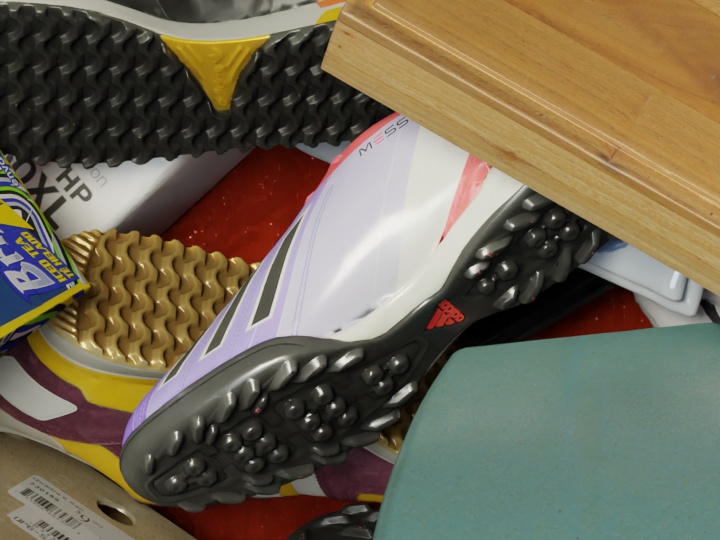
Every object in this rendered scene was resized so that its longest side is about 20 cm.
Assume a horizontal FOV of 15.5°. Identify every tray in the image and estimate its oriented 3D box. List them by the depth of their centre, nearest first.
[{"bbox_3d":[0.099,-0.056,0.797,0.199,0.037,0.099,30,62,4],"label":"tray"}]

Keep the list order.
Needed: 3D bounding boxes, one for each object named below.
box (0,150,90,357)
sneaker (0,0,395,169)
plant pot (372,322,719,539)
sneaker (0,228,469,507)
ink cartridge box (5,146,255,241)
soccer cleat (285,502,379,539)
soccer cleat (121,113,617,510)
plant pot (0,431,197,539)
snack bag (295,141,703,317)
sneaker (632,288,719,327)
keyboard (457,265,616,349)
[{"bbox_3d":[-0.187,0.033,0.891,0.200,0.064,0.070,-34,89,34],"label":"box"},{"bbox_3d":[-0.064,-0.090,0.894,0.199,0.090,0.070,-1,136,-8],"label":"sneaker"},{"bbox_3d":[0.074,0.116,0.781,0.140,0.201,0.142,-7,128,6],"label":"plant pot"},{"bbox_3d":[-0.035,0.049,0.946,0.199,0.075,0.090,20,138,-17],"label":"sneaker"},{"bbox_3d":[-0.159,-0.039,0.974,0.200,0.084,0.145,-42,85,12],"label":"ink cartridge box"},{"bbox_3d":[0.049,0.149,0.910,0.199,0.068,0.074,25,134,41],"label":"soccer cleat"},{"bbox_3d":[0.000,0.000,0.859,0.200,0.068,0.073,-38,54,7],"label":"soccer cleat"},{"bbox_3d":[-0.140,0.163,0.916,0.199,0.200,0.178,33,105,10],"label":"plant pot"},{"bbox_3d":[0.060,-0.101,0.906,0.199,0.021,0.190,21,103,42],"label":"snack bag"},{"bbox_3d":[0.126,0.088,0.915,0.115,0.075,0.200,-35,88,11],"label":"sneaker"},{"bbox_3d":[0.102,-0.053,0.913,0.200,0.040,0.105,-32,63,33],"label":"keyboard"}]
